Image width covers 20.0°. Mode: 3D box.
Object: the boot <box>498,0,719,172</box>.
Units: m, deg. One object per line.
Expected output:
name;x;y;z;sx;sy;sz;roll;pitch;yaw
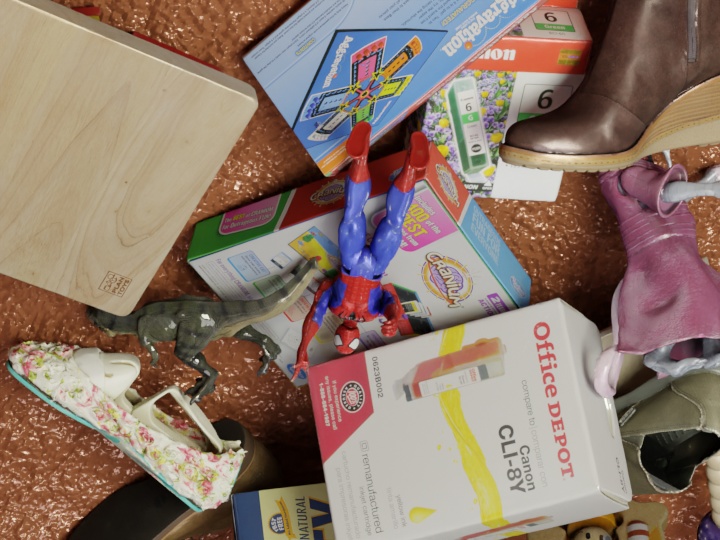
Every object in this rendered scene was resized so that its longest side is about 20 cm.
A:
boot;0.175;-0.157;1.362;0.200;0.072;0.167;-12;106;-24

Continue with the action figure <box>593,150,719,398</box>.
action figure;0.210;-0.021;1.455;0.149;0.200;0.134;-21;168;8

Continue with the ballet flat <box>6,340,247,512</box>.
ballet flat;-0.169;0.101;1.523;0.200;0.076;0.064;38;102;-14

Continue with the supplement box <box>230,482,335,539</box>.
supplement box;0.006;0.257;1.593;0.200;0.134;0.200;-7;154;-3

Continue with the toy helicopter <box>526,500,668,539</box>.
toy helicopter;0.224;0.236;1.623;0.200;0.132;0.079;17;133;25

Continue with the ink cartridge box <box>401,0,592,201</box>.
ink cartridge box;0.098;-0.143;1.406;0.109;0.050;0.200;2;128;-11

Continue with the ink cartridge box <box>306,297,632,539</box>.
ink cartridge box;0.077;0.117;1.454;0.200;0.145;0.083;-16;161;18

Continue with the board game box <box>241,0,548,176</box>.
board game box;0.024;-0.163;1.360;0.200;0.019;0.103;-38;80;19

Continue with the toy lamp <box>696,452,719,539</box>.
toy lamp;0.282;0.149;1.603;0.058;0.058;0.200;-16;133;3

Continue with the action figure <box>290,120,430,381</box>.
action figure;-0.001;0.005;1.379;0.065;0.099;0.200;12;139;0

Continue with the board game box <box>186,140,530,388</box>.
board game box;0.000;0.000;1.469;0.200;0.040;0.153;-18;130;26

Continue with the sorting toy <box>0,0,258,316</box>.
sorting toy;-0.204;-0.092;1.382;0.199;0.070;0.200;21;121;-23

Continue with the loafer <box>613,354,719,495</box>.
loafer;0.208;0.134;1.521;0.075;0.070;0.200;26;137;-20

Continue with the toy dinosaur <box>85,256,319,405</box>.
toy dinosaur;-0.107;0.046;1.477;0.200;0.047;0.088;-11;127;23

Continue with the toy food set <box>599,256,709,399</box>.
toy food set;0.194;0.078;1.589;0.200;0.060;0.144;-24;133;-1

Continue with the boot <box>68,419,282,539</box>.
boot;-0.149;0.201;1.617;0.200;0.074;0.075;-34;135;13
